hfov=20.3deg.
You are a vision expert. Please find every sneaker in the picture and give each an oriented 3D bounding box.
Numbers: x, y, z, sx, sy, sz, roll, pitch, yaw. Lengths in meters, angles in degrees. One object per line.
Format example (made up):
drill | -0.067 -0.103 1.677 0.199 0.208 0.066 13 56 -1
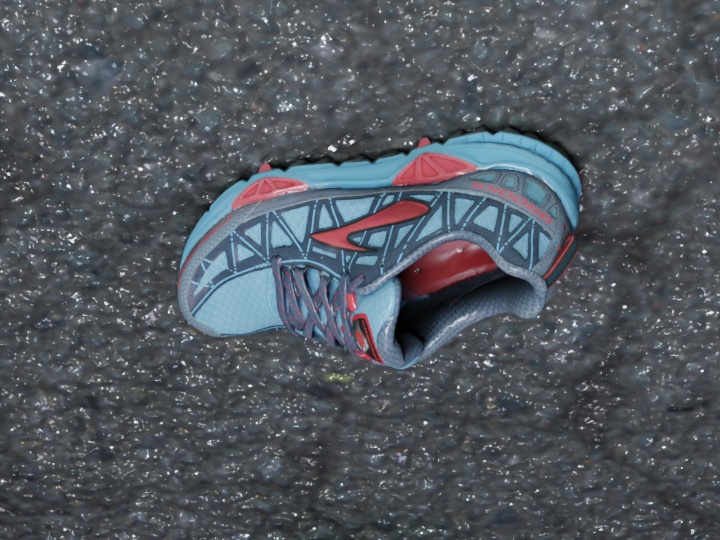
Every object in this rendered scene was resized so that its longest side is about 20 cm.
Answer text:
sneaker | 0.000 0.000 0.894 0.198 0.096 0.080 -16 132 22
